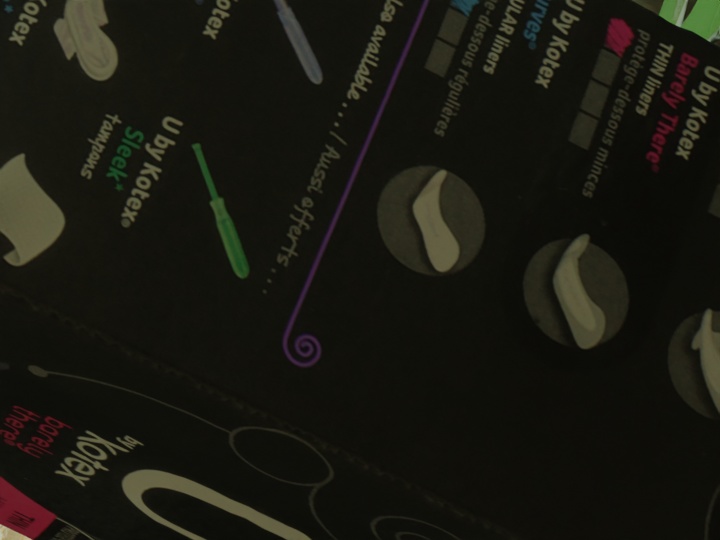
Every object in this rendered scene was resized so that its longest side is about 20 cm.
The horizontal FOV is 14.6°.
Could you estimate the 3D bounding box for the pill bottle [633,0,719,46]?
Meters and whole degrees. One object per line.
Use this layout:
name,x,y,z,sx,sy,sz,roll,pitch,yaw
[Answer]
pill bottle,0.027,-0.075,0.704,0.113,0.112,0.200,-60,27,30

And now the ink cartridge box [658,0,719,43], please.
ink cartridge box,0.124,-0.092,0.535,0.200,0.059,0.104,-52,14,58

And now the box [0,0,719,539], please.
box,0.001,0.007,0.519,0.107,0.199,0.122,-67,8,-24
